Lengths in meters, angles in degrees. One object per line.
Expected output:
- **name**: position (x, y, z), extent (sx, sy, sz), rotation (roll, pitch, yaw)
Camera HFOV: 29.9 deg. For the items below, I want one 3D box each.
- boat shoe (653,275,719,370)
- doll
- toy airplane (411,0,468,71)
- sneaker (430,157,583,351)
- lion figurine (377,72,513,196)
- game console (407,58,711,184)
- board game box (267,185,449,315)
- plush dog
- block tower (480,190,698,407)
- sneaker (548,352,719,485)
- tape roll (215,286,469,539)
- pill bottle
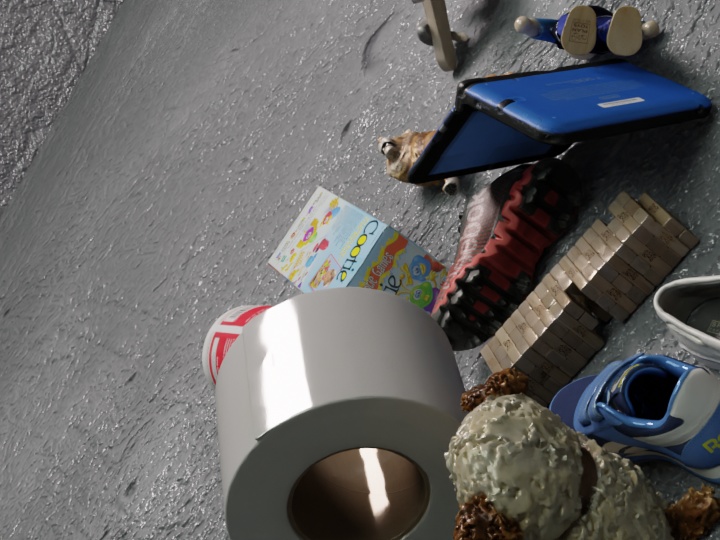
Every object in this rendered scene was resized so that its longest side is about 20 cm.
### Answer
- **boat shoe**: position (0.277, 0.035, 0.905), extent (0.072, 0.066, 0.200), rotation (-59, 26, -7)
- **doll**: position (0.211, -0.222, 1.257), extent (0.200, 0.135, 0.049), rotation (-54, -34, -80)
- **toy airplane**: position (0.075, -0.360, 1.561), extent (0.141, 0.199, 0.201), rotation (-2, 59, 47)
- **sneaker**: position (0.120, -0.016, 1.231), extent (0.201, 0.071, 0.098), rotation (-57, 26, -7)
- **lion figurine**: position (0.111, -0.152, 1.426), extent (0.199, 0.073, 0.123), rotation (-35, 22, 11)
- **game console**: position (0.170, -0.110, 1.162), extent (0.170, 0.199, 0.119), rotation (36, 129, 44)
- **board game box**: position (0.000, 0.000, 1.382), extent (0.105, 0.103, 0.200), rotation (-55, 25, 0)
- **plush dog**: position (0.128, 0.156, 0.898), extent (0.160, 0.171, 0.201), rotation (-36, 31, 34)
- **block tower**: position (0.180, 0.026, 1.098), extent (0.200, 0.054, 0.058), rotation (-50, 26, 12)
- **sneaker**: position (0.195, 0.094, 0.955), extent (0.200, 0.082, 0.074), rotation (-5, 49, 59)
- **tape roll**: position (-0.010, 0.133, 1.039), extent (0.203, 0.202, 0.140), rotation (-46, 28, 20)
- **pill bottle**: position (-0.077, 0.093, 1.399), extent (0.200, 0.112, 0.113), rotation (0, 59, 60)
